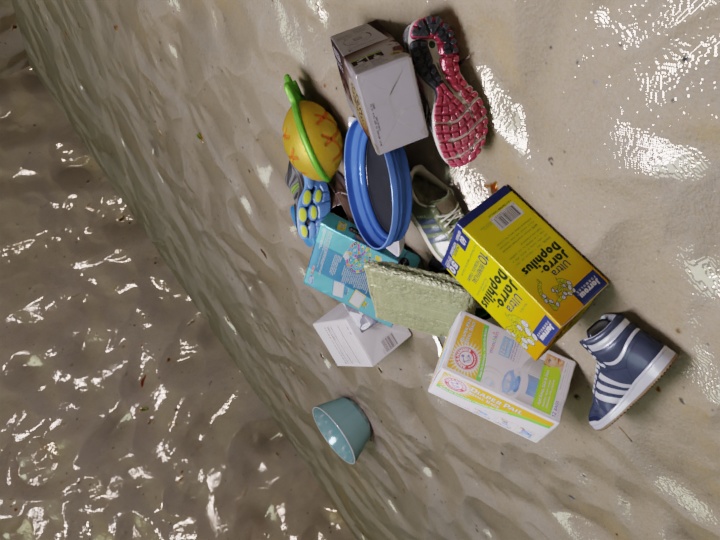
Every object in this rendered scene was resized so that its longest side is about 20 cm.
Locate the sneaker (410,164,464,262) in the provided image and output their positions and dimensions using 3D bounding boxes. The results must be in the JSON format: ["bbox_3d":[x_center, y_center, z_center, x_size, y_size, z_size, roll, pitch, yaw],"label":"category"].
[{"bbox_3d":[0.130,-0.082,1.095,0.201,0.066,0.090,52,161,19],"label":"sneaker"}]

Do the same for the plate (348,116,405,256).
[{"bbox_3d":[0.032,-0.149,1.166,0.200,0.032,0.205,-140,41,-62],"label":"plate"}]

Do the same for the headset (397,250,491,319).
[{"bbox_3d":[0.142,0.023,1.176,0.197,0.094,0.125,24,142,32],"label":"headset"}]

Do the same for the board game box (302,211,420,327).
[{"bbox_3d":[0.000,0.000,1.326,0.196,0.047,0.153,26,128,6],"label":"board game box"}]

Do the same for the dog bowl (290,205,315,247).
[{"bbox_3d":[-0.081,-0.074,1.507,0.201,0.049,0.113,49,160,33],"label":"dog bowl"}]

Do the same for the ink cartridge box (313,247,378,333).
[{"bbox_3d":[-0.010,0.015,1.403,0.202,0.098,0.039,57,-167,-2],"label":"ink cartridge box"}]

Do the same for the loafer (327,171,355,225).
[{"bbox_3d":[-0.048,-0.137,1.363,0.199,0.070,0.074,41,152,31],"label":"loafer"}]

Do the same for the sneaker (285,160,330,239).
[{"bbox_3d":[-0.105,-0.161,1.351,0.082,0.069,0.205,158,108,-64],"label":"sneaker"}]

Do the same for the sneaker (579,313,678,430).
[{"bbox_3d":[0.343,0.137,0.963,0.108,0.070,0.202,41,146,18],"label":"sneaker"}]

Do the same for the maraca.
[{"bbox_3d":[-0.095,-0.257,1.262,0.137,0.105,0.204,2,-113,-82],"label":"maraca"}]

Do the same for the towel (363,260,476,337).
[{"bbox_3d":[0.103,0.049,1.162,0.195,0.037,0.150,13,142,21],"label":"towel"}]

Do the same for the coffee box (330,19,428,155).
[{"bbox_3d":[0.023,-0.262,0.969,0.201,0.078,0.115,-111,2,-56],"label":"coffee box"}]

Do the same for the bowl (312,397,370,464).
[{"bbox_3d":[-0.043,0.458,2.053,0.200,0.104,0.203,43,154,27],"label":"bowl"}]

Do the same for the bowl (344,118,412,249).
[{"bbox_3d":[0.026,-0.137,1.080,0.200,0.038,0.206,169,91,-71],"label":"bowl"}]

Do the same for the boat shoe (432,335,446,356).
[{"bbox_3d":[0.158,0.098,1.281,0.059,0.072,0.206,-26,84,26],"label":"boat shoe"}]

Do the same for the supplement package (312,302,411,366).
[{"bbox_3d":[0.000,0.131,1.544,0.121,0.120,0.199,58,156,-8],"label":"supplement package"}]

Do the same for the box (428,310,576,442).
[{"bbox_3d":[0.220,0.168,1.098,0.196,0.114,0.102,25,150,6],"label":"box"}]

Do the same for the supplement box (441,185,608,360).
[{"bbox_3d":[0.225,0.003,0.975,0.200,0.109,0.110,47,155,19],"label":"supplement box"}]

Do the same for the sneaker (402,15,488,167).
[{"bbox_3d":[0.114,-0.240,0.937,0.075,0.079,0.204,-137,26,-71],"label":"sneaker"}]
